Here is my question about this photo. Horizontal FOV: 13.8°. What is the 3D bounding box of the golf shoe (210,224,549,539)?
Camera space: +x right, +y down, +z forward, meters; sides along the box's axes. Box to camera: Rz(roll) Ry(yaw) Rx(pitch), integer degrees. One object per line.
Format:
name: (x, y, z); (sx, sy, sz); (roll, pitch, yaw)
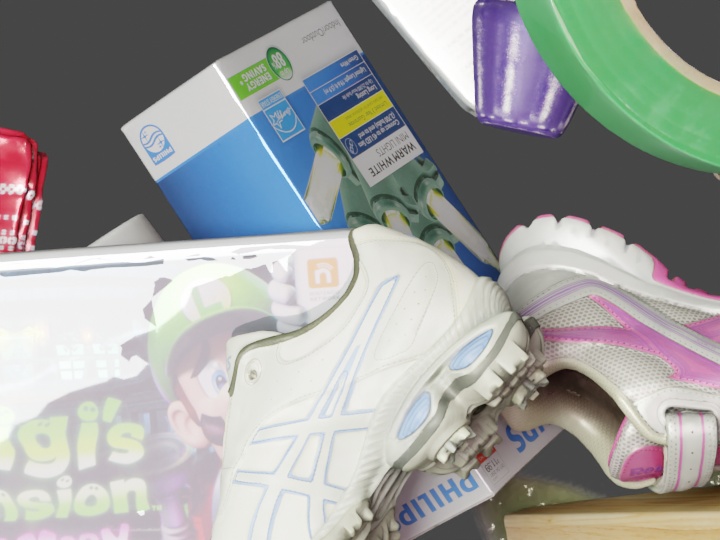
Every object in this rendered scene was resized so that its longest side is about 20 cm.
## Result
golf shoe: (-0.024, 0.073, 1.103); (0.097, 0.078, 0.200); (41, 87, 15)

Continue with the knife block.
knife block: (0.162, 0.122, 1.176); (0.200, 0.176, 0.064); (-7, 91, 0)

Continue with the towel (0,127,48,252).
towel: (-0.217, 0.030, 1.250); (0.144, 0.022, 0.200); (10, 92, 0)

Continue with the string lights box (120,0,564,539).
string lights box: (0.000, 0.000, 1.203); (0.059, 0.103, 0.200); (-32, 92, 33)

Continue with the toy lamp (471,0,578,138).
toy lamp: (0.083, -0.153, 1.184); (0.058, 0.058, 0.200); (12, 89, 0)

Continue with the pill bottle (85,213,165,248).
pill bottle: (-0.066, 0.081, 1.206); (0.112, 0.112, 0.200); (-35, 92, 1)

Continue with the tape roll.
tape roll: (0.156, -0.136, 1.148); (0.200, 0.048, 0.201); (0, 92, -13)

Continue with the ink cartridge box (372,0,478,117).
ink cartridge box: (0.045, -0.190, 1.233); (0.160, 0.047, 0.200); (-40, 89, 2)

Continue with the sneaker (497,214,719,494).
sneaker: (0.136, 0.053, 1.164); (0.200, 0.081, 0.088); (16, 57, 16)

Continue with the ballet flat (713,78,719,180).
ballet flat: (0.209, -0.118, 1.222); (0.068, 0.067, 0.200); (29, 91, -1)

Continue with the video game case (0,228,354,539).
video game case: (-0.091, 0.081, 1.140); (0.200, 0.023, 0.182); (-4, 93, 1)
